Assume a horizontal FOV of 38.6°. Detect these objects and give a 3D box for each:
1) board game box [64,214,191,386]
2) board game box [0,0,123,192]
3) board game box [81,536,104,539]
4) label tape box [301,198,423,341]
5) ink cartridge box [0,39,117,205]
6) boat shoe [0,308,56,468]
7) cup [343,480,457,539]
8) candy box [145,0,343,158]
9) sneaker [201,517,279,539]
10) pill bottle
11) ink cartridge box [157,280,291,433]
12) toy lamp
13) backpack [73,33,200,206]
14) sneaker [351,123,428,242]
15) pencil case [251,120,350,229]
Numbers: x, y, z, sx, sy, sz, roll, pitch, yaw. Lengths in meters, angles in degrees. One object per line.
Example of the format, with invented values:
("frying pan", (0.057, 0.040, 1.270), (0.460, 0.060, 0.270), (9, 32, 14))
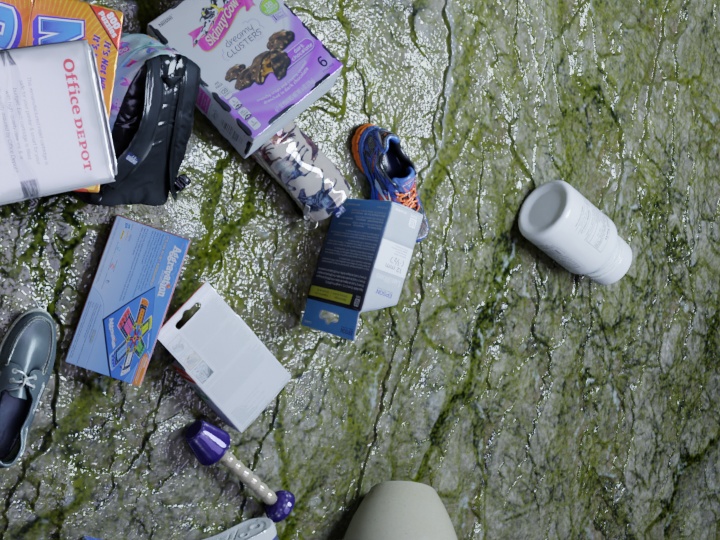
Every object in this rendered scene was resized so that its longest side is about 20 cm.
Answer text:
("board game box", (-0.301, 0.039, 1.333), (0.102, 0.019, 0.201), (19, 85, -5))
("board game box", (-0.405, -0.204, 1.144), (0.199, 0.200, 0.201), (7, 93, -35))
("board game box", (-0.330, 0.464, 1.287), (0.043, 0.199, 0.201), (23, 84, -34))
("label tape box", (0.000, 0.000, 1.485), (0.066, 0.143, 0.201), (18, 86, -34))
("ink cartridge box", (-0.357, -0.142, 1.013), (0.199, 0.085, 0.146), (-15, 105, -30))
("boat shoe", (-0.417, 0.147, 1.267), (0.073, 0.062, 0.201), (21, 84, -34))
("cup", (0.064, 0.406, 1.576), (0.200, 0.200, 0.144), (26, 56, -34))
("candy box", (-0.153, -0.278, 1.337), (0.200, 0.072, 0.168), (47, 68, 1))
("sneaker", (-0.191, 0.453, 1.454), (0.199, 0.080, 0.147), (-20, 108, -30))
("pill bottle", (0.371, -0.058, 1.752), (0.200, 0.114, 0.115), (33, 78, -33))
("ink cartridge box", (-0.197, 0.118, 1.424), (0.109, 0.050, 0.200), (-47, 118, -19))
("toy lamp", (-0.172, 0.284, 1.459), (0.200, 0.058, 0.058), (47, 70, -29))
("backpack", (-0.281, -0.186, 1.258), (0.167, 0.126, 0.201), (-14, 127, -61))
("sneaker", (0.053, -0.126, 1.545), (0.075, 0.078, 0.201), (-40, 116, -23))
("pencil case", (-0.099, -0.152, 1.437), (0.200, 0.078, 0.090), (46, 57, -30))
